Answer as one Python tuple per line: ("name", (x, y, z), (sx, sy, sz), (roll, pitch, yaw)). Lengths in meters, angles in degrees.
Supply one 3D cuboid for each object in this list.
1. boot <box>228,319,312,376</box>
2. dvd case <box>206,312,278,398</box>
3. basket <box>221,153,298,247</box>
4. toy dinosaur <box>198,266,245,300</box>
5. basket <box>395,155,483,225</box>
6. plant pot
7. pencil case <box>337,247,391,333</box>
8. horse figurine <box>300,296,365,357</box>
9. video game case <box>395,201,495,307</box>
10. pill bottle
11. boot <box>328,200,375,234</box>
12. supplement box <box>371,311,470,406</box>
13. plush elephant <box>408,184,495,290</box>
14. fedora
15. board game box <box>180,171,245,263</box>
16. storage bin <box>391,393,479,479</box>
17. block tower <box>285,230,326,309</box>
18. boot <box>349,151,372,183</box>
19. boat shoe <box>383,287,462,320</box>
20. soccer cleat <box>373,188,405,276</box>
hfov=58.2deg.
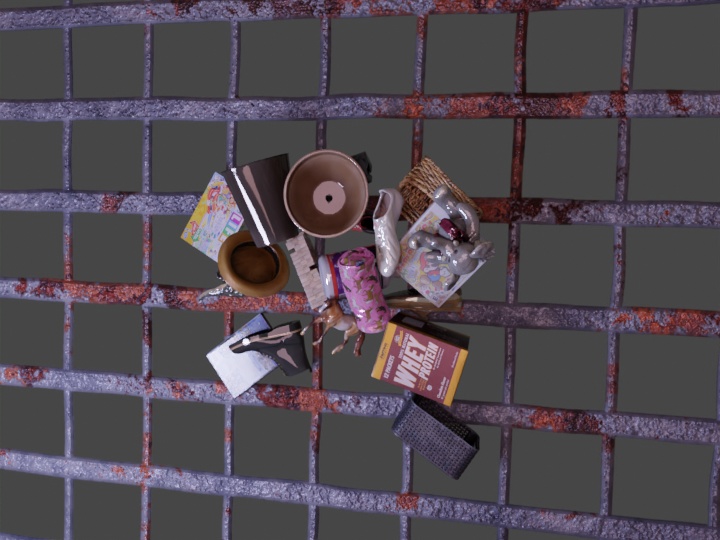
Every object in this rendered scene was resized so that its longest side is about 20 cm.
("boot", (-0.232, 0.223, 1.672), (0.197, 0.077, 0.141), (-16, 94, 11))
("dvd case", (-0.300, 0.229, 1.728), (0.199, 0.018, 0.144), (-36, 86, 10))
("basket", (-0.232, -0.170, 1.606), (0.178, 0.135, 0.203), (-21, 100, -26))
("toy dinosaur", (-0.350, 0.034, 1.716), (0.196, 0.047, 0.090), (-4, 99, 15))
("basket", (0.178, -0.152, 1.548), (0.149, 0.143, 0.200), (-44, 84, 9))
("plant pot", (-0.078, -0.175, 1.522), (0.197, 0.093, 0.205), (0, 89, 1))
("pencil case", (0.011, 0.050, 1.511), (0.086, 0.082, 0.203), (15, 131, 45))
("horse figurine", (-0.054, 0.145, 1.622), (0.199, 0.050, 0.133), (31, 106, -35))
("video game case", (0.181, -0.036, 1.509), (0.181, 0.023, 0.200), (39, 117, -7))
("pill bottle", (0.000, 0.000, 1.593), (0.197, 0.112, 0.114), (-12, 91, -8))
("boot", (-0.024, -0.131, 1.589), (0.197, 0.144, 0.074), (13, 96, 11))
("supplement box", (0.150, 0.204, 1.544), (0.194, 0.200, 0.135), (19, 97, 10))
("plush elephant", (0.204, -0.052, 1.397), (0.199, 0.155, 0.166), (34, 117, -4))
("fedora", (-0.280, -0.005, 1.654), (0.202, 0.200, 0.082), (52, 137, 4))
("board game box", (-0.372, -0.139, 1.714), (0.133, 0.034, 0.202), (31, 98, 8))
("storage bin", (0.185, 0.398, 1.579), (0.199, 0.135, 0.094), (35, 99, 7))
("block tower", (-0.129, 0.003, 1.664), (0.057, 0.054, 0.203), (-24, 88, 12))
("boot", (-0.065, -0.202, 1.607), (0.197, 0.066, 0.167), (-11, 60, 10))
("boat shoe", (0.155, 0.088, 1.607), (0.196, 0.072, 0.078), (-4, 104, 11))
("soccer cleat", (0.056, -0.089, 1.486), (0.069, 0.077, 0.204), (4, 87, 41))
